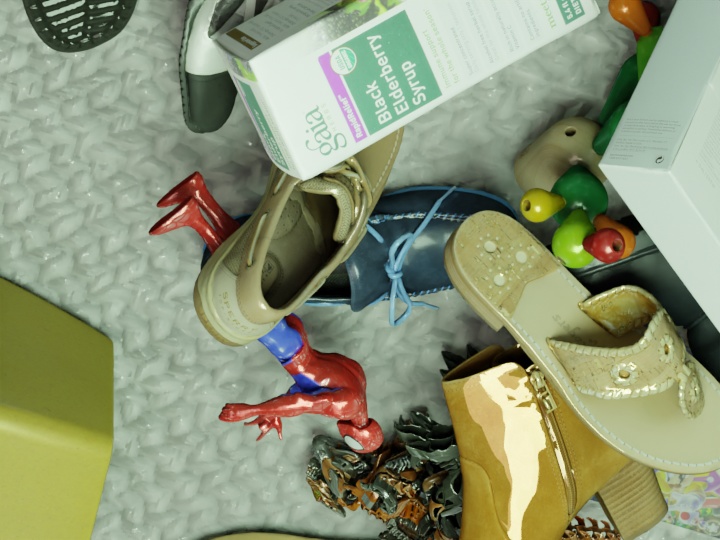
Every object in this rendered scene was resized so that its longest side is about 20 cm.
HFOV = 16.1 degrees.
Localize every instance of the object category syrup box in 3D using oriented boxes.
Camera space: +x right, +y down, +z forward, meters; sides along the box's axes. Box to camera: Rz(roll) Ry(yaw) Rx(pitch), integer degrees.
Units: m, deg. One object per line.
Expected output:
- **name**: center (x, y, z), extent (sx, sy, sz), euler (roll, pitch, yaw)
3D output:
- **syrup box**: center (0.025, -0.137, 1.440), extent (0.199, 0.081, 0.079), euler (-30, 111, -10)

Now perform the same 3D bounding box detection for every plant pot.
- **plant pot**: center (-0.251, 0.116, 1.583), extent (0.175, 0.200, 0.201), euler (12, 116, -11)

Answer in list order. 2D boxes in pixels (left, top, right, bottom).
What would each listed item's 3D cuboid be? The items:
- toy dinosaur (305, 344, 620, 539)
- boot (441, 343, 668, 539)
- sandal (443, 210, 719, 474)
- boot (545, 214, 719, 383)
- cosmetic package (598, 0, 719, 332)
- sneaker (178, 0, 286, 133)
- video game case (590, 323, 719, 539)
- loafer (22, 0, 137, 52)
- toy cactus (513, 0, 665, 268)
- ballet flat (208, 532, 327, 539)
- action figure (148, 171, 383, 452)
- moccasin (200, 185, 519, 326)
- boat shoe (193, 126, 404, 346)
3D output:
- **toy dinosaur**: center (0.065, 0.132, 1.604), extent (0.198, 0.102, 0.136), euler (3, 126, -2)
- **boot**: center (0.076, 0.128, 1.504), extent (0.200, 0.071, 0.145), euler (-32, 107, -7)
- **sandal**: center (0.142, 0.038, 1.445), extent (0.211, 0.078, 0.070), euler (39, 156, -3)
- **boot**: center (0.203, 0.044, 1.527), extent (0.199, 0.076, 0.169), euler (-18, 98, 4)
- **cosmetic package**: center (0.220, -0.058, 1.401), extent (0.051, 0.151, 0.200), euler (9, 151, 41)
- **sneaker**: center (-0.052, -0.164, 1.484), extent (0.088, 0.074, 0.201), euler (16, 116, 2)
- **video game case**: center (0.206, 0.095, 1.602), extent (0.199, 0.018, 0.144), euler (17, 116, 0)
- **loafer**: center (-0.176, -0.221, 1.482), extent (0.072, 0.071, 0.201), euler (-15, 128, -11)
- **toy cactus**: center (0.139, -0.077, 1.467), extent (0.102, 0.201, 0.165), euler (30, 154, -22)
- **ballet flat**: center (-0.036, 0.208, 1.661), extent (0.198, 0.063, 0.069), euler (-5, 114, 10)
- **action figure**: center (-0.069, 0.048, 1.523), extent (0.099, 0.065, 0.200), euler (-36, 108, 19)
- **moccasin**: center (0.000, 0.000, 1.556), extent (0.198, 0.068, 0.081), euler (-10, 113, 12)
- **boat shoe**: center (-0.021, -0.037, 1.476), extent (0.071, 0.201, 0.064), euler (44, 146, -19)
